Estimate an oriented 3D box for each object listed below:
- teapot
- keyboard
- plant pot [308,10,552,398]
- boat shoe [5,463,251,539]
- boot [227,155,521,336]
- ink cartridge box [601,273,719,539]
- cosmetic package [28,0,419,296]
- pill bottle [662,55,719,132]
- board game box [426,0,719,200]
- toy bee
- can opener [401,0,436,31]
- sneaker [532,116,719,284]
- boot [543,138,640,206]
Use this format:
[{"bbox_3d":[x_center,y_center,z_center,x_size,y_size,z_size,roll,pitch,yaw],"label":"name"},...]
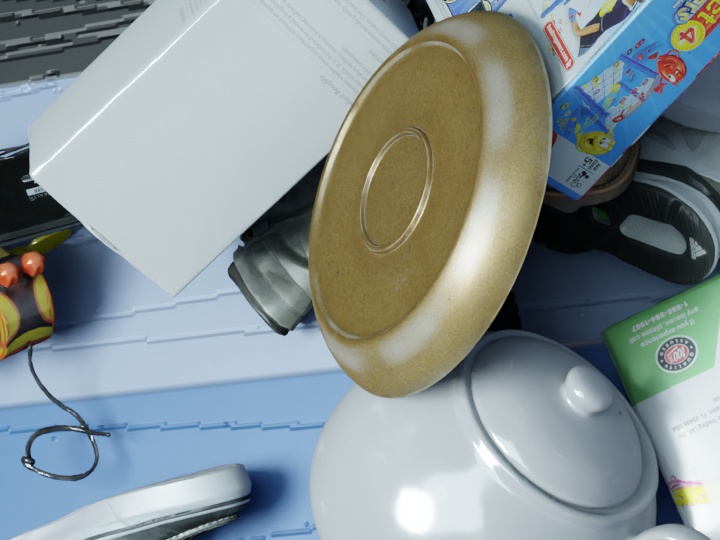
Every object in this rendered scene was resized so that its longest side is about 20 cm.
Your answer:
[{"bbox_3d":[0.083,0.105,1.257,0.146,0.200,0.197,-49,27,36],"label":"teapot"},{"bbox_3d":[-0.178,-0.043,1.434,0.200,0.040,0.104,-15,38,-13],"label":"keyboard"},{"bbox_3d":[0.026,-0.037,1.215,0.200,0.027,0.200,-36,46,48],"label":"plant pot"},{"bbox_3d":[-0.141,0.169,1.423,0.200,0.072,0.071,-24,82,26],"label":"boat shoe"},{"bbox_3d":[0.000,0.000,1.402,0.131,0.068,0.200,-37,64,15],"label":"boot"},{"bbox_3d":[0.236,0.094,1.285,0.145,0.084,0.200,-27,73,14],"label":"ink cartridge box"},{"bbox_3d":[-0.074,-0.096,1.328,0.200,0.081,0.113,-40,115,13],"label":"cosmetic package"},{"bbox_3d":[0.202,-0.182,1.305,0.112,0.112,0.200,-3,55,19],"label":"pill bottle"},{"bbox_3d":[0.126,-0.169,1.234,0.196,0.056,0.200,-47,36,20],"label":"board game box"},{"bbox_3d":[-0.211,0.011,1.445,0.200,0.109,0.131,29,48,13],"label":"toy bee"},{"bbox_3d":[0.025,-0.096,1.369,0.067,0.053,0.200,-2,52,32],"label":"can opener"},{"bbox_3d":[0.155,-0.061,1.357,0.115,0.076,0.200,-30,38,-30],"label":"sneaker"},{"bbox_3d":[0.111,-0.109,1.305,0.074,0.076,0.200,-1,38,6],"label":"boot"}]
